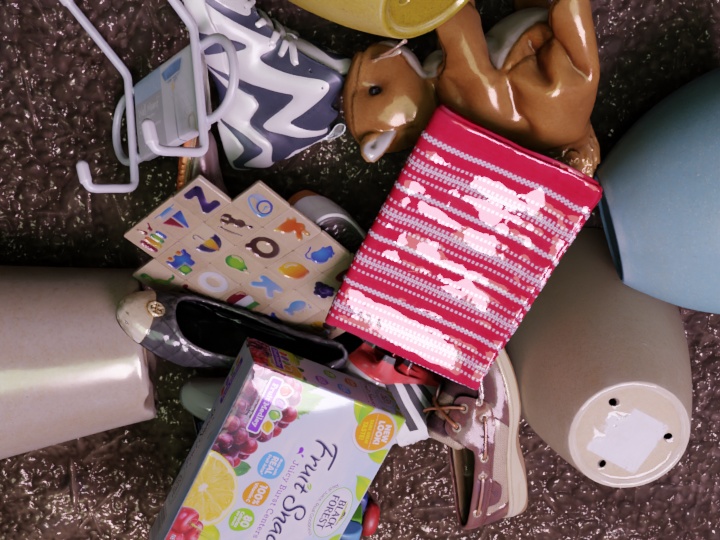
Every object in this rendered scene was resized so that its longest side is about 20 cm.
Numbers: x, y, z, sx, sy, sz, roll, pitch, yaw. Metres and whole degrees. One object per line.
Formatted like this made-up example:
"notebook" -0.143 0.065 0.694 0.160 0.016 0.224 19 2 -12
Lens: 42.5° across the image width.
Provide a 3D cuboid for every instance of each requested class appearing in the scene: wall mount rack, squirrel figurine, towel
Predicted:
"wall mount rack" -0.177 -0.159 0.720 0.199 0.074 0.176 -15 80 48
"squirrel figurine" 0.085 -0.118 0.735 0.185 0.142 0.202 -19 118 0
"towel" 0.076 -0.011 0.709 0.143 0.023 0.201 25 113 -8

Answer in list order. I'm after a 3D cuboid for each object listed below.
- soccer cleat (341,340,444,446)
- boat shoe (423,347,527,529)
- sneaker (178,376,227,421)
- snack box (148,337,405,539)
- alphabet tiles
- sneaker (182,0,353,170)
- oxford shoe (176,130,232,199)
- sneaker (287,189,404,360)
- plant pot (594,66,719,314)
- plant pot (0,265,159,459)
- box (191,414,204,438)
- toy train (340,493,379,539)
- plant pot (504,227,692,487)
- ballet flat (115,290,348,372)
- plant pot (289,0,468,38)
"soccer cleat" 0.058 0.129 0.857 0.199 0.069 0.086 24 102 -33
"boat shoe" 0.092 0.129 0.797 0.071 0.072 0.202 -17 108 -21
"sneaker" -0.070 0.106 0.876 0.198 0.070 0.081 3 106 -8
"snack box" -0.072 0.173 0.768 0.141 0.053 0.201 22 104 -22
"alphabet tiles" -0.089 0.003 0.772 0.166 0.006 0.200 -31 125 34
"sneaker" -0.064 -0.185 0.747 0.128 0.080 0.201 -10 112 3
"oxford shoe" -0.116 -0.039 0.804 0.072 0.072 0.202 -2 130 1
"sneaker" 0.000 0.000 0.835 0.073 0.085 0.201 -37 129 -3
"plant pot" 0.263 -0.051 0.736 0.133 0.201 0.202 -14 111 11
"plant pot" -0.274 0.073 0.808 0.181 0.201 0.203 -7 113 -9
"box" -0.111 0.244 0.887 0.039 0.137 0.202 -17 111 -10
"toy train" -0.044 0.325 0.932 0.084 0.116 0.202 16 111 -5
"plant pot" 0.204 0.087 0.789 0.185 0.200 0.189 0 113 0
"ballet flat" -0.104 0.051 0.774 0.198 0.067 0.057 17 141 -21
"plant pot" 0.013 -0.244 0.632 0.200 0.200 0.142 -43 69 16
